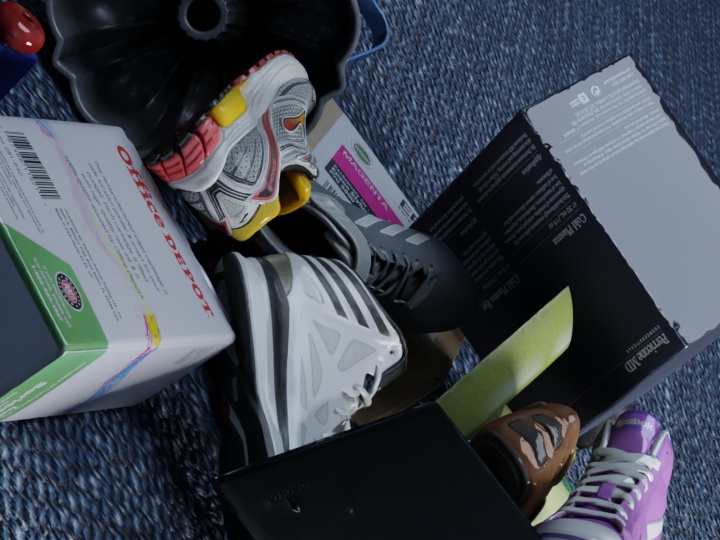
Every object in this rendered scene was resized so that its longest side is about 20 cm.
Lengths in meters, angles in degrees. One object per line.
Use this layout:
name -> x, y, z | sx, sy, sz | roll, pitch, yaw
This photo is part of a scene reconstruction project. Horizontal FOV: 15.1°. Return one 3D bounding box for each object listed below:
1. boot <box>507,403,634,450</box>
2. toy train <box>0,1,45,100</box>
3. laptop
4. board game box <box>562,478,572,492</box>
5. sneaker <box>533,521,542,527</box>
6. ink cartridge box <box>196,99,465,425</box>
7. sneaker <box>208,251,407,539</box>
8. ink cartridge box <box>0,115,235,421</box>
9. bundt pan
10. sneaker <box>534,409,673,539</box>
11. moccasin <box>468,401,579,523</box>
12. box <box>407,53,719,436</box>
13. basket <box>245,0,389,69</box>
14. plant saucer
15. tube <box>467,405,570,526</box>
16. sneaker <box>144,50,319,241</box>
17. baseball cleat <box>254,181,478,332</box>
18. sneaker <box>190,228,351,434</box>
boot -> 0.126, 0.048, 1.980 | 0.132, 0.070, 0.200 | 56, -12, -14
toy train -> -0.270, -0.151, 1.476 | 0.116, 0.085, 0.200 | 53, 17, 22
laptop -> 0.018, 0.202, 1.512 | 0.187, 0.116, 0.201 | -16, 116, -45
board game box -> 0.101, 0.175, 1.879 | 0.153, 0.040, 0.200 | 62, 20, 15
sneaker -> 0.108, 0.252, 1.714 | 0.090, 0.067, 0.200 | 59, 34, -23
ink cartridge box -> -0.012, -0.011, 1.853 | 0.200, 0.075, 0.165 | 53, 21, -8
sneaker -> -0.019, 0.087, 1.553 | 0.115, 0.076, 0.202 | -3, 85, -26
ink cartridge box -> -0.170, -0.001, 1.457 | 0.145, 0.084, 0.200 | 61, 20, 11
bundt pan -> -0.097, -0.165, 1.735 | 0.202, 0.201, 0.076 | 55, 7, -4
sneaker -> 0.146, 0.137, 1.644 | 0.200, 0.072, 0.115 | 28, 74, -76
moccasin -> 0.071, 0.139, 1.656 | 0.078, 0.202, 0.074 | -27, 69, -38
box -> 0.148, -0.007, 1.778 | 0.104, 0.200, 0.183 | -28, 81, -33
basket -> -0.078, -0.202, 1.874 | 0.200, 0.139, 0.177 | -34, 91, -46
plant saucer -> 0.063, 0.086, 1.688 | 0.031, 0.200, 0.200 | 48, 20, 4
tube -> 0.129, 0.169, 1.826 | 0.200, 0.052, 0.058 | 52, 53, -23
sneaker -> -0.065, -0.069, 1.610 | 0.082, 0.078, 0.200 | 50, 23, -6
baseball cleat -> 0.000, 0.000, 1.695 | 0.199, 0.070, 0.107 | 27, 15, -27
sneaker -> -0.043, 0.062, 1.663 | 0.075, 0.080, 0.201 | 33, 30, -51
